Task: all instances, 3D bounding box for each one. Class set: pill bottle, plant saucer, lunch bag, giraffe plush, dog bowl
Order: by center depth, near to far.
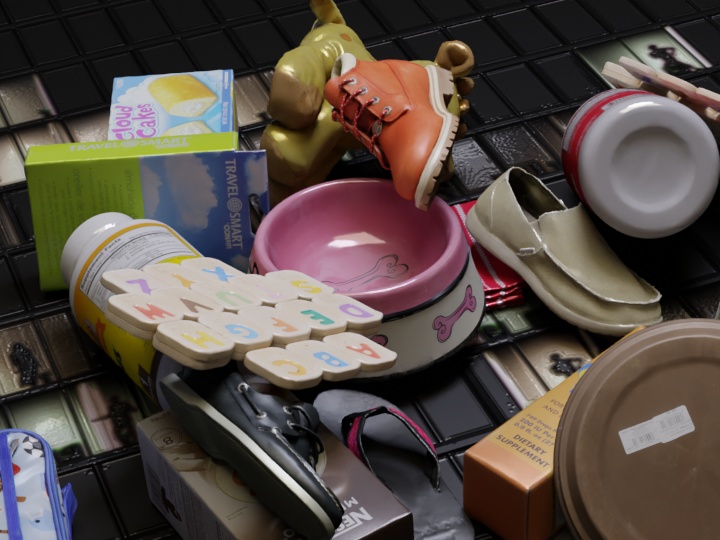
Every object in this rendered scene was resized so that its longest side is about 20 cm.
[{"bbox_3d":[0.230,0.130,1.354,0.198,0.029,0.202,-1,80,8],"label":"plant saucer"},{"bbox_3d":[-0.274,0.191,1.390,0.159,0.076,0.200,-8,37,-10],"label":"lunch bag"},{"bbox_3d":[-0.156,0.032,1.566,0.109,0.110,0.200,-24,40,-26],"label":"pill bottle"},{"bbox_3d":[0.000,0.000,1.589,0.198,0.074,0.201,-3,35,2],"label":"dog bowl"},{"bbox_3d":[0.226,-0.093,1.655,0.111,0.113,0.200,-4,8,0],"label":"pill bottle"},{"bbox_3d":[0.012,-0.138,1.754,0.161,0.173,0.201,15,56,6],"label":"giraffe plush"}]

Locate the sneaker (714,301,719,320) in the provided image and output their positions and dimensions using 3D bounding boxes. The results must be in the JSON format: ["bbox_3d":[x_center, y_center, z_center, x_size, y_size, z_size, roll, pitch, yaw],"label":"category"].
[{"bbox_3d":[0.235,0.104,1.412,0.075,0.081,0.201,23,72,35],"label":"sneaker"}]

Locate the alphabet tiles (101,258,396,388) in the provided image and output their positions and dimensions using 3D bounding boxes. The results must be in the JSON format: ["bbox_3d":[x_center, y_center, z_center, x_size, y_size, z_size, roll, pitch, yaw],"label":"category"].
[{"bbox_3d":[-0.080,0.031,1.415,0.195,0.015,0.199,28,23,35],"label":"alphabet tiles"}]

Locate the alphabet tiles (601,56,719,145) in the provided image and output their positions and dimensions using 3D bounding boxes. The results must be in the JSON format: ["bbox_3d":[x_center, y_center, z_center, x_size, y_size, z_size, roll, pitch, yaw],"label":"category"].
[{"bbox_3d":[0.303,-0.127,1.714,0.199,0.195,0.015,27,90,34],"label":"alphabet tiles"}]

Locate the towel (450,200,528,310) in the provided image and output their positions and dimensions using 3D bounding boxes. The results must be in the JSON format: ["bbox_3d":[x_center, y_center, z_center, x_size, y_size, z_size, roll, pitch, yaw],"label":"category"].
[{"bbox_3d":[0.030,-0.004,1.673,0.198,0.023,0.145,-10,36,-9],"label":"towel"}]

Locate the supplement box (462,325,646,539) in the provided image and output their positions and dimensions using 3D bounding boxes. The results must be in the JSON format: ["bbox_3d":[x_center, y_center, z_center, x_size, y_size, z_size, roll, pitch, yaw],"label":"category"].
[{"bbox_3d":[0.164,0.120,1.453,0.066,0.069,0.199,29,45,36],"label":"supplement box"}]

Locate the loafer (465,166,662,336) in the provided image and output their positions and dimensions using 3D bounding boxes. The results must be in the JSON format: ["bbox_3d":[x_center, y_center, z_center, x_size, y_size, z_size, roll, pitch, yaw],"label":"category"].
[{"bbox_3d":[0.166,-0.017,1.614,0.200,0.069,0.075,36,35,31],"label":"loafer"}]

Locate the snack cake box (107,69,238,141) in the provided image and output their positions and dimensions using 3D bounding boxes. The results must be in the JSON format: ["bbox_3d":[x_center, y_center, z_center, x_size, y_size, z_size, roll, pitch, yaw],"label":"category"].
[{"bbox_3d":[-0.168,-0.100,1.785,0.114,0.068,0.201,-3,36,-1],"label":"snack cake box"}]

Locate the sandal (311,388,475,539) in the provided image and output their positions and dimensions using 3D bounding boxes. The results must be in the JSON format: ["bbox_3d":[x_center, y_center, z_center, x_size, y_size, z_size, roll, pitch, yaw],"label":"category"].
[{"bbox_3d":[0.025,0.139,1.456,0.075,0.045,0.200,-18,38,-19],"label":"sandal"}]

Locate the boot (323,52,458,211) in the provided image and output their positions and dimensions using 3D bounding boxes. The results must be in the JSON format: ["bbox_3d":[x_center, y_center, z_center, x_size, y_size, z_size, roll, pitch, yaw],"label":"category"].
[{"bbox_3d":[0.020,-0.115,1.599,0.107,0.075,0.200,16,26,-12],"label":"boot"}]

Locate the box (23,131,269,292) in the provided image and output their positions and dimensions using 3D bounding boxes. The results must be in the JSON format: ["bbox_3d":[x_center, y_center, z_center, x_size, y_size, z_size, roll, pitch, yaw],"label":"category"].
[{"bbox_3d":[-0.174,-0.049,1.666,0.198,0.123,0.048,-4,27,-1],"label":"box"}]

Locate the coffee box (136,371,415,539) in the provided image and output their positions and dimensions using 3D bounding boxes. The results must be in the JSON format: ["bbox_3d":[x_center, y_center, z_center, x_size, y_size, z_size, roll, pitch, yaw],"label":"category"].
[{"bbox_3d":[-0.059,0.165,1.397,0.114,0.080,0.200,-24,41,-24],"label":"coffee box"}]

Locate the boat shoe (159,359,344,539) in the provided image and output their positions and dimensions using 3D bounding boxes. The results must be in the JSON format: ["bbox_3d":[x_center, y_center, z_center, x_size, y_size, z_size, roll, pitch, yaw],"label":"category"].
[{"bbox_3d":[-0.060,0.110,1.341,0.066,0.075,0.199,-35,35,-18],"label":"boat shoe"}]
